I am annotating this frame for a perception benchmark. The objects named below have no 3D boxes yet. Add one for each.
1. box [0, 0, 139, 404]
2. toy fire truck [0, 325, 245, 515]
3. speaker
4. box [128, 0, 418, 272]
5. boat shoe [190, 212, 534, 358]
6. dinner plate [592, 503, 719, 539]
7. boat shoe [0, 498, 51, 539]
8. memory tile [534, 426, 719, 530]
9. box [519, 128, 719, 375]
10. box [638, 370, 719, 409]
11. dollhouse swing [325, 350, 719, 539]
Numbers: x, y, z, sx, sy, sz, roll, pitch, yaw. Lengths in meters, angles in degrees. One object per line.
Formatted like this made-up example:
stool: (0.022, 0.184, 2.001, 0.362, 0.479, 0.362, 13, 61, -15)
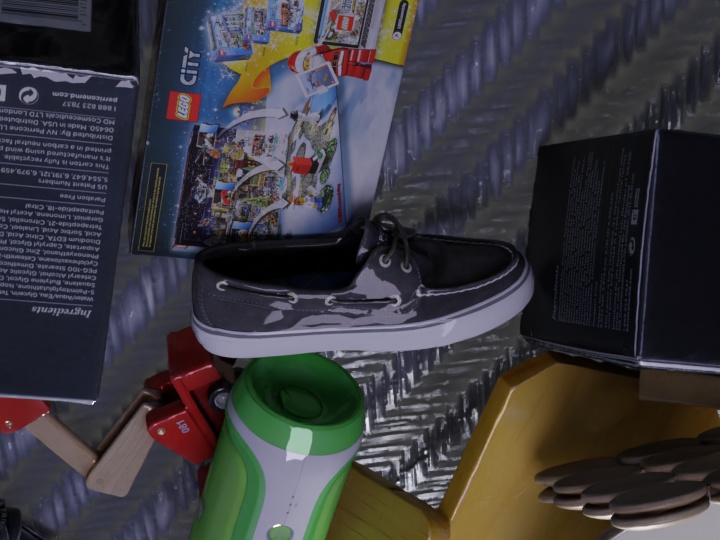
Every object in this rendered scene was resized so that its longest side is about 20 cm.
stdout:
box: (-0.178, -0.057, 0.980, 0.106, 0.149, 0.202, 4, 124, -11)
toy fire truck: (-0.132, 0.100, 1.158, 0.140, 0.049, 0.201, -22, 126, 8)
speaker: (-0.058, 0.147, 1.118, 0.087, 0.089, 0.201, 9, 123, -14)
box: (-0.050, -0.095, 1.039, 0.135, 0.038, 0.202, 5, 124, -12)
boat shoe: (0.000, 0.000, 1.055, 0.197, 0.070, 0.067, -5, 129, 0)
dinner plate: (0.181, 0.164, 1.092, 0.198, 0.024, 0.201, -22, 151, -13)
boat shoe: (-0.243, 0.170, 1.177, 0.068, 0.072, 0.200, -35, 125, 18)
memory tile: (0.181, 0.107, 0.990, 0.152, 0.200, 0.017, -12, 91, -9)
box: (0.213, -0.005, 1.026, 0.198, 0.196, 0.126, 5, 89, -12)
box: (0.270, 0.073, 1.014, 0.198, 0.163, 0.022, 7, 91, 30)
dollhouse swing: (0.094, 0.124, 1.166, 0.198, 0.181, 0.178, 12, 96, -32)
